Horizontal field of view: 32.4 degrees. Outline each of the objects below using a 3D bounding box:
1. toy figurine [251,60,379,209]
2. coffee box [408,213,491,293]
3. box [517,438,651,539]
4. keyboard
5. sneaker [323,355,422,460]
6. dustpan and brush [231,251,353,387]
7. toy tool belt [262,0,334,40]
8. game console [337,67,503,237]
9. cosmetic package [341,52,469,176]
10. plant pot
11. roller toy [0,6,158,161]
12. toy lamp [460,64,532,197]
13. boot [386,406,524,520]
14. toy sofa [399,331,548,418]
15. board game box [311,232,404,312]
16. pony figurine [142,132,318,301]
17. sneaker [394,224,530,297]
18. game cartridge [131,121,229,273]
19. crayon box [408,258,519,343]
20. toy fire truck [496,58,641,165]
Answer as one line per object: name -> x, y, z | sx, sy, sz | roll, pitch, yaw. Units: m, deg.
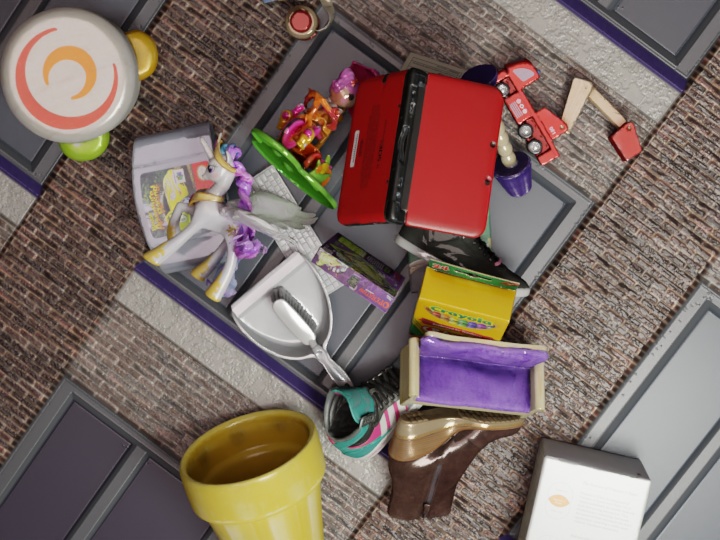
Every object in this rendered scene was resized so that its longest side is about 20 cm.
toy figurine -> -0.044, -0.210, 1.688 | 0.150, 0.200, 0.184 | 36, 85, 23
coffee box -> 0.123, -0.071, 1.743 | 0.122, 0.044, 0.202 | -1, 96, 5
box -> 0.308, 0.358, 1.741 | 0.151, 0.106, 0.202 | 13, 97, 4
keyboard -> -0.096, -0.052, 1.782 | 0.056, 0.011, 0.201 | -31, 92, 7
sneaker -> 0.017, 0.176, 1.736 | 0.084, 0.121, 0.201 | 42, 100, 35
dustpan and brush -> -0.076, 0.092, 1.768 | 0.139, 0.057, 0.200 | -39, 102, 8
toy tool belt -> -0.111, -0.415, 1.688 | 0.124, 0.123, 0.201 | -17, 95, 7
game console -> 0.075, -0.147, 1.602 | 0.118, 0.172, 0.202 | 16, 78, -38
cosmetic package -> 0.072, -0.183, 1.678 | 0.103, 0.073, 0.201 | 25, 80, 30
plant pot -> -0.134, 0.326, 1.742 | 0.199, 0.201, 0.190 | -14, 110, 6
roller toy -> -0.398, -0.274, 1.720 | 0.182, 0.140, 0.201 | 32, 96, -10
toy lamp -> 0.189, -0.183, 1.676 | 0.058, 0.058, 0.201 | -23, 130, 7
boot -> 0.133, 0.273, 1.776 | 0.198, 0.072, 0.168 | -4, 116, -13
toy sofa -> 0.157, 0.145, 1.694 | 0.198, 0.098, 0.083 | 8, 69, -15
board game box -> 0.000, 0.000, 1.683 | 0.120, 0.200, 0.032 | 30, 99, 2
pony figurine -> -0.175, -0.064, 1.699 | 0.192, 0.167, 0.201 | 31, 103, -2
sneaker -> 0.153, -0.040, 1.685 | 0.199, 0.071, 0.100 | 26, 103, 6
game cartridge -> -0.256, -0.102, 1.779 | 0.132, 0.041, 0.202 | -11, 95, 10
crayon box -> 0.137, 0.054, 1.677 | 0.126, 0.200, 0.051 | 15, 69, 4
toy fire truck -> 0.283, -0.218, 1.712 | 0.140, 0.049, 0.201 | -30, 92, 7
